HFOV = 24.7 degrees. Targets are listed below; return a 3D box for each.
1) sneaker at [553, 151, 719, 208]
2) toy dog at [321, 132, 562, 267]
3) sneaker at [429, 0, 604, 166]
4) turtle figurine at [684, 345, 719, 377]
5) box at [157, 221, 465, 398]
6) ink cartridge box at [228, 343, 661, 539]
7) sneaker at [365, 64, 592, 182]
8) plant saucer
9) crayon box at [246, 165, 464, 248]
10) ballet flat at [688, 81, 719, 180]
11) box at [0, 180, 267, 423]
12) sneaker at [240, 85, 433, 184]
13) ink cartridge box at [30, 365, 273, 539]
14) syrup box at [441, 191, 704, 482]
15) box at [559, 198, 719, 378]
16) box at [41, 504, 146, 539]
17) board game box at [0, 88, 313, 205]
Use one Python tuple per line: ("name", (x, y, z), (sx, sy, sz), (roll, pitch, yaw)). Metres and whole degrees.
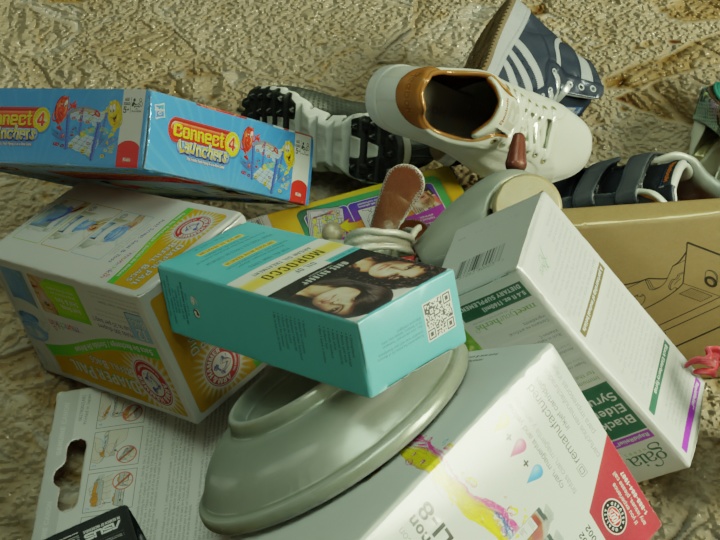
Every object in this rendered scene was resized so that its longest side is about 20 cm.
("sneaker", (0.215, -0.057, 1.292), (0.198, 0.080, 0.079), (13, 48, 18))
("toy dog", (0.060, -0.043, 1.186), (0.198, 0.132, 0.097), (-4, 70, -14))
("sneaker", (0.131, -0.134, 1.346), (0.108, 0.070, 0.201), (36, 46, -10))
("turtle figurine", (0.297, 0.102, 1.106), (0.149, 0.101, 0.201), (23, 39, -40))
("box", (-0.035, 0.020, 1.016), (0.082, 0.050, 0.199), (-27, 27, -35))
("ink cartridge box", (0.049, 0.164, 1.004), (0.200, 0.146, 0.144), (-41, 17, -30))
("sneaker", (0.105, -0.105, 1.231), (0.198, 0.074, 0.084), (10, -1, -30))
("plant saucer", (-0.027, 0.085, 1.035), (0.199, 0.050, 0.200), (-31, 14, 8))
("crayon box", (0.000, 0.000, 1.263), (0.198, 0.059, 0.119), (-15, 47, -11))
("ballet flat", (0.303, -0.099, 1.321), (0.069, 0.072, 0.200), (29, 13, -15))
("box", (-0.159, 0.018, 1.176), (0.199, 0.113, 0.101), (12, 43, 47))
("sneaker", (-0.013, -0.114, 1.376), (0.199, 0.067, 0.090), (18, 19, 41))
("ink cartridge box", (-0.124, 0.144, 1.152), (0.198, 0.050, 0.162), (-11, 44, 13))
("syrup box", (0.142, 0.052, 1.100), (0.078, 0.200, 0.082), (-23, 29, 38))
("box", (0.217, 0.017, 1.157), (0.198, 0.165, 0.021), (-4, 44, 0))
("box", (-0.211, 0.254, 1.017), (0.198, 0.044, 0.161), (-24, 48, -4))
("board game box", (-0.171, -0.092, 1.246), (0.198, 0.195, 0.057), (5, 87, 34))
